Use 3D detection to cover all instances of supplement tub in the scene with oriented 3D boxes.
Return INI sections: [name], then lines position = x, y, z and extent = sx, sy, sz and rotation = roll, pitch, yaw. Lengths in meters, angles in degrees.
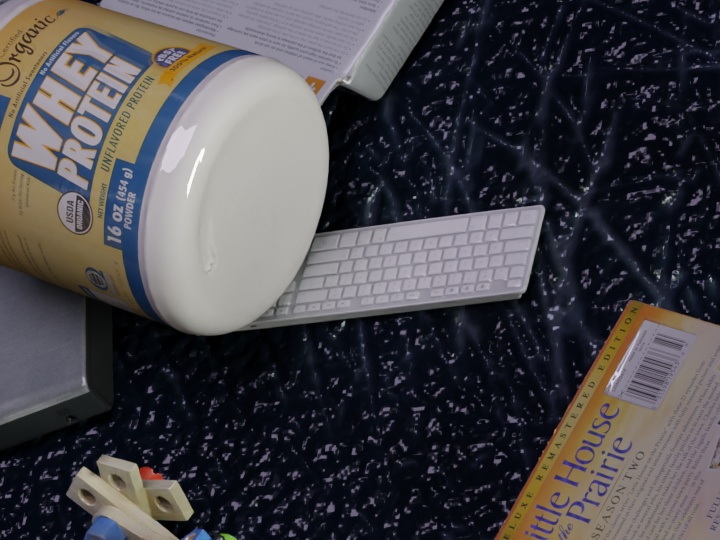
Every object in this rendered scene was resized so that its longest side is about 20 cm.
[supplement tub]
position = -0.132, -0.060, 1.505
extent = 0.199, 0.145, 0.145
rotation = 18, 67, 28

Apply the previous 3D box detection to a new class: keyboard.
[keyboard]
position = 0.000, 0.000, 1.503
extent = 0.199, 0.011, 0.057
rotation = -7, 54, 28

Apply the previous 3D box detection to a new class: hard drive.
[hard drive]
position = -0.228, 0.047, 1.594
extent = 0.199, 0.033, 0.140
rotation = -21, 48, 18

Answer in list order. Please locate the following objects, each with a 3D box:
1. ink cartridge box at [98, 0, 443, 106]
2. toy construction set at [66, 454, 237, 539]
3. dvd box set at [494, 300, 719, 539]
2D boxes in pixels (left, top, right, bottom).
[ink cartridge box]
position = -0.044, -0.160, 1.630
extent = 0.199, 0.041, 0.200
rotation = 21, 69, 40
[toy construction set]
position = -0.117, 0.179, 1.394
extent = 0.131, 0.092, 0.201
rotation = -24, 34, 48
[dvd box set]
position = 0.170, 0.102, 1.304
extent = 0.199, 0.029, 0.147
rotation = 16, 67, 38
